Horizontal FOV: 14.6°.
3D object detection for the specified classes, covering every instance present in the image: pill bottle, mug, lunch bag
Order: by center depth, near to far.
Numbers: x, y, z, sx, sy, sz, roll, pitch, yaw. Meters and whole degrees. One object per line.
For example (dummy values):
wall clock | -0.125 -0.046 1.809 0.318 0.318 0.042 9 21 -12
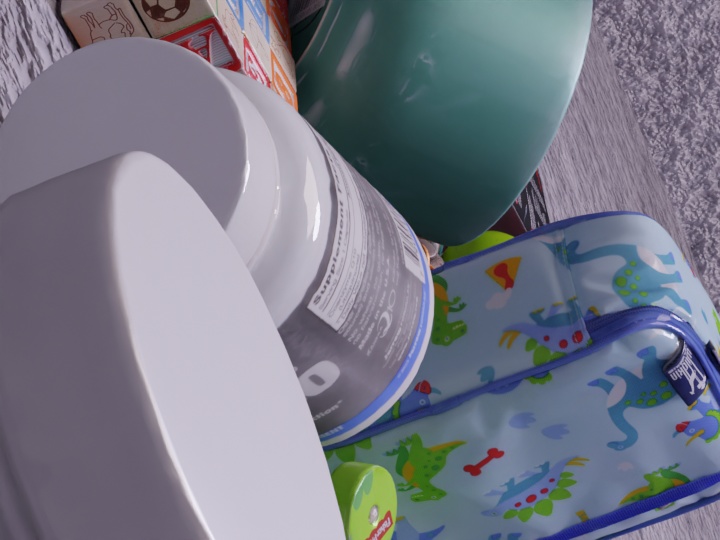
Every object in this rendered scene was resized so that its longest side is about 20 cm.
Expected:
pill bottle | -0.108 0.056 0.438 0.112 0.200 0.112 -21 90 -78
pill bottle | -0.052 -0.008 1.024 0.200 0.114 0.114 41 30 -66
lunch bag | 0.066 0.065 1.217 0.161 0.200 0.083 55 18 -50
mug | 0.013 -0.089 1.325 0.114 0.185 0.152 23 24 -20

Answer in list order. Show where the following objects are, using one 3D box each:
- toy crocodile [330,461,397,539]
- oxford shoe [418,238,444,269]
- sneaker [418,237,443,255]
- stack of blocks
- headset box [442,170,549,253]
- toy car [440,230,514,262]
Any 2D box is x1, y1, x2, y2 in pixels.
toy crocodile | -0.013 0.119 1.104 0.200 0.067 0.062 53 51 -53
oxford shoe | 0.000 0.000 1.346 0.200 0.073 0.071 33 39 -70
sneaker | -0.002 -0.089 1.523 0.080 0.071 0.200 -51 127 -78
stack of blocks | -0.080 -0.134 1.256 0.200 0.058 0.115 -95 161 -54
headset box | 0.048 -0.080 1.701 0.149 0.075 0.200 -98 162 -50
toy car | 0.145 0.077 1.487 0.164 0.200 0.158 -95 -177 -47
